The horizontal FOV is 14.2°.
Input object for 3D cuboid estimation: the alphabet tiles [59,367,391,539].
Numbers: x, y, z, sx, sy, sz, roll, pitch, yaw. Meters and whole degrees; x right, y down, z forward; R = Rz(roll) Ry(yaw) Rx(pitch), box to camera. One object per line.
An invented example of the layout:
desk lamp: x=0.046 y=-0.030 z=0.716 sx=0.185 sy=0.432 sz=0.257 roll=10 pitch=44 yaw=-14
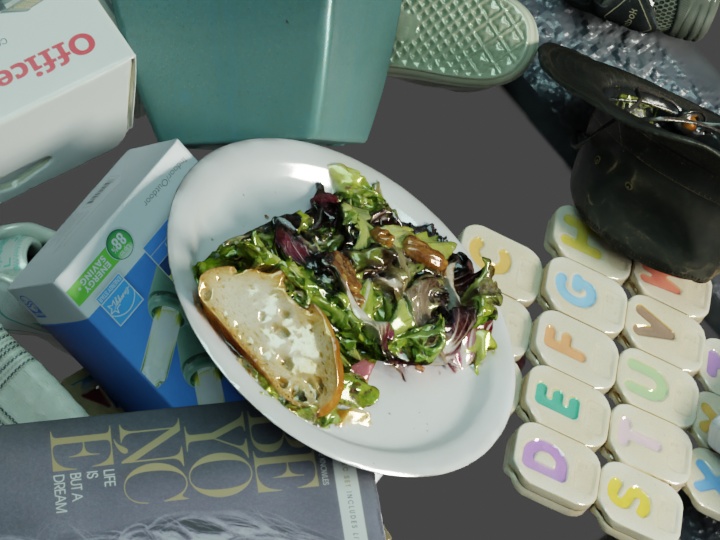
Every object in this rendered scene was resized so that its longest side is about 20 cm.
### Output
alphabet tiles: x=-0.089 y=0.129 z=1.500 sx=0.166 sy=0.006 sz=0.200 roll=-30 pitch=72 yaw=-18

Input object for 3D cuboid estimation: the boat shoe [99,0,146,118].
boat shoe: x=-0.144 y=-0.178 z=1.594 sx=0.071 sy=0.070 sz=0.201 roll=-25 pitch=69 yaw=-12

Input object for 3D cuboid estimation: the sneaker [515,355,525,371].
sneaker: x=0.000 y=0.000 z=1.527 sx=0.200 sy=0.078 sz=0.082 roll=29 pitch=65 yaw=7

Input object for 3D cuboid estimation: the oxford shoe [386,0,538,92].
oxford shoe: x=0.006 y=-0.140 z=1.605 sx=0.200 sy=0.058 sz=0.075 roll=14 pitch=92 yaw=15

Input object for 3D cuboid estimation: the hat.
hat: x=0.166 y=-0.044 z=1.539 sx=0.201 sy=0.201 sz=0.081 roll=29 pitch=101 yaw=7

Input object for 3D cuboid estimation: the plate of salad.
plate of salad: x=-0.002 y=0.010 z=1.408 sx=0.200 sy=0.048 sz=0.200 roll=22 pitch=43 yaw=-22

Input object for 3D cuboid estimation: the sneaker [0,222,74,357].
sneaker: x=-0.199 y=0.001 z=1.503 sx=0.200 sy=0.080 sz=0.070 roll=2 pitch=67 yaw=0

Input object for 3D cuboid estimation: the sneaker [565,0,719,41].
sneaker: x=0.147 y=-0.230 z=1.645 sx=0.114 sy=0.076 sz=0.200 roll=7 pitch=71 yaw=-10

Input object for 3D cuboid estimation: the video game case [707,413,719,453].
video game case: x=0.312 y=0.084 z=1.496 sx=0.200 sy=0.022 sz=0.182 roll=-32 pitch=51 yaw=-32

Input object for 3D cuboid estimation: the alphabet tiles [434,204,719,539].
alphabet tiles: x=0.132 y=0.053 z=1.505 sx=0.196 sy=0.015 sz=0.200 roll=25 pitch=45 yaw=-12

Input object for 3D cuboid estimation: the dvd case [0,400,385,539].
dvd case: x=-0.089 y=0.125 z=1.356 sx=0.200 sy=0.016 sz=0.149 roll=-5 pitch=49 yaw=-5

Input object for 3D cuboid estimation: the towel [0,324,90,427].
towel: x=-0.241 y=0.098 z=1.442 sx=0.193 sy=0.035 sz=0.200 roll=-46 pitch=74 yaw=1

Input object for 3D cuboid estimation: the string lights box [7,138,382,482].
string lights box: x=-0.070 y=0.041 z=1.455 sx=0.200 sy=0.059 sz=0.103 roll=47 pitch=65 yaw=-19

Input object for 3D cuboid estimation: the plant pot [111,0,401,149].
plant pot: x=-0.054 y=-0.165 z=1.526 sx=0.141 sy=0.141 sz=0.200 roll=-2 pitch=90 yaw=18

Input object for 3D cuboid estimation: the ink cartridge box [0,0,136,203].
ink cartridge box: x=-0.224 y=-0.132 z=1.466 sx=0.145 sy=0.088 sz=0.200 roll=-27 pitch=71 yaw=-18
